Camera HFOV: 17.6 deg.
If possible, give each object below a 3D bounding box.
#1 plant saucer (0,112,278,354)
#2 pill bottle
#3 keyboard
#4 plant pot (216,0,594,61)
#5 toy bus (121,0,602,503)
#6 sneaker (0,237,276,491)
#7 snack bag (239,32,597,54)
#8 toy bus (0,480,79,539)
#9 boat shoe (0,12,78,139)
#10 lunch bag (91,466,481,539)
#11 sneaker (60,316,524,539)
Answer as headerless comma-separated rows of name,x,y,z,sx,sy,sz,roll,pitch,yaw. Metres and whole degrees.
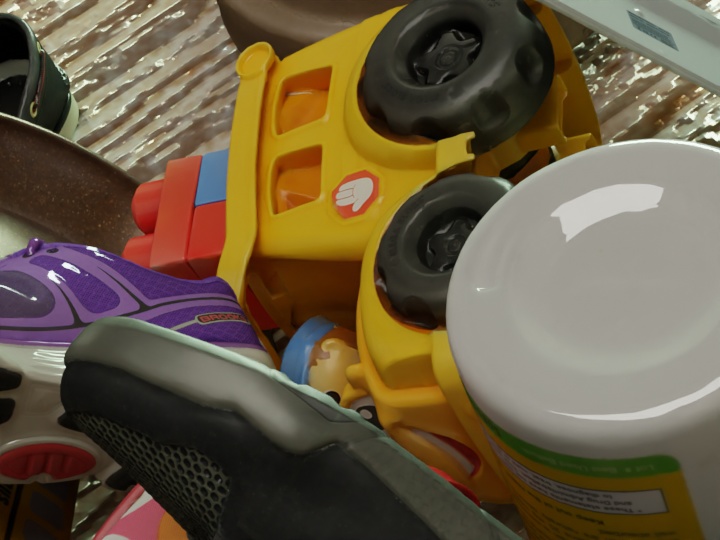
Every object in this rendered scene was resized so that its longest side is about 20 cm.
plant saucer,-0.125,0.011,0.910,0.037,0.200,0.201,-54,42,26
pill bottle,0.104,0.062,0.742,0.111,0.200,0.111,-11,49,13
keyboard,0.109,-0.095,0.891,0.011,0.200,0.056,-49,30,32
plant pot,0.015,-0.196,0.979,0.200,0.175,0.200,-9,48,10
toy bus,0.000,0.000,0.883,0.192,0.136,0.200,-13,51,19
sneaker,-0.128,0.028,0.791,0.200,0.081,0.084,6,41,-26
snack bag,0.032,-0.147,1.061,0.200,0.021,0.189,-22,47,3
toy bus,-0.151,0.108,0.830,0.065,0.078,0.200,-47,18,18
boat shoe,-0.189,-0.025,1.022,0.074,0.063,0.202,8,57,24
lunch bag,-0.017,0.139,0.728,0.082,0.200,0.176,23,64,39
sneaker,-0.014,0.101,0.602,0.199,0.076,0.114,38,75,0
